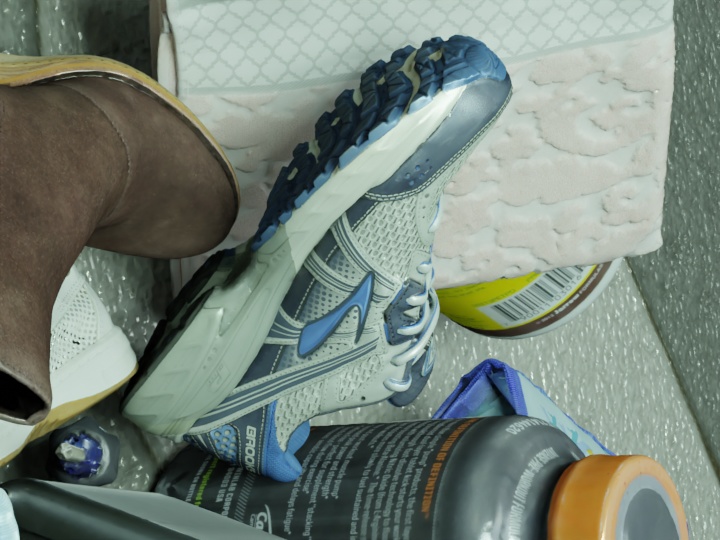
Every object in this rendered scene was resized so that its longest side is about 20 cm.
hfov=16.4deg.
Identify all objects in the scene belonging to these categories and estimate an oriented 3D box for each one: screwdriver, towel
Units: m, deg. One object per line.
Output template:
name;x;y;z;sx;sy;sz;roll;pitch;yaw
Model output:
screwdriver;-0.096;0.058;0.834;0.200;0.028;0.029;103;-37;-81
towel;0.022;-0.058;0.936;0.192;0.199;0.032;89;-9;-49

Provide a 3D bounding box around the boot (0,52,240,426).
boot;-0.114;-0.008;0.814;0.199;0.072;0.167;26;33;-33

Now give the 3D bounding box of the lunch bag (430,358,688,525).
lunch bag;0.069;0.162;1.076;0.170;0.127;0.201;41;62;-46

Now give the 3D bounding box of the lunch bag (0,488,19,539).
lunch bag;-0.194;0.139;0.640;0.200;0.169;0.128;-39;119;-51

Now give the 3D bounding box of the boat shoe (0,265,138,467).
boat shoe;-0.144;0.037;0.828;0.070;0.070;0.200;66;22;-6

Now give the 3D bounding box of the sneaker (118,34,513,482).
sneaker;0.000;0.000;0.890;0.085;0.200;0.077;35;32;-11

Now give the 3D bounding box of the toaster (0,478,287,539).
toaster;-0.063;0.172;0.796;0.119;0.199;0.182;18;89;-71

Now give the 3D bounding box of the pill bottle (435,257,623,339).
pill bottle;0.027;-0.052;1.060;0.200;0.109;0.110;34;58;-49

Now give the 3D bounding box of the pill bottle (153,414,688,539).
pill bottle;0.023;0.109;0.946;0.106;0.199;0.107;13;75;-54
